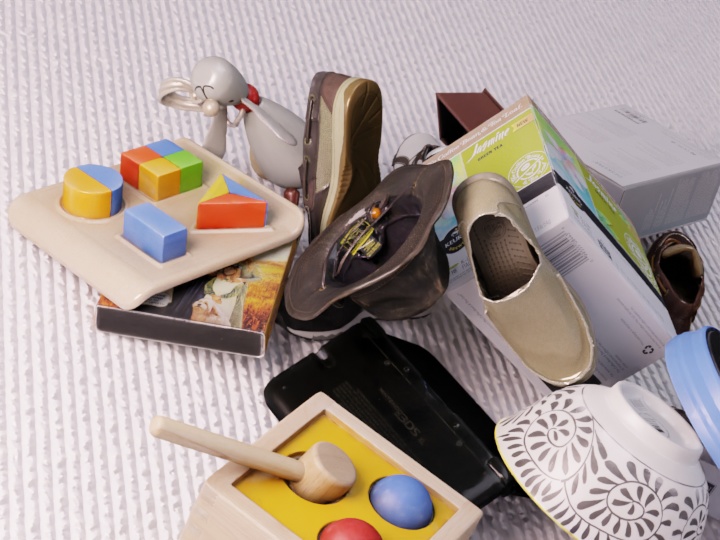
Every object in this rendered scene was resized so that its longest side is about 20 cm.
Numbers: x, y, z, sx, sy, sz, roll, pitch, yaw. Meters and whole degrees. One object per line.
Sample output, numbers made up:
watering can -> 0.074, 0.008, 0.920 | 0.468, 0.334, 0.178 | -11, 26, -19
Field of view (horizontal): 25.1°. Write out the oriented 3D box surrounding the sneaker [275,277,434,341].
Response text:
sneaker -> 0.000, 0.000, 1.472 | 0.200, 0.088, 0.076 | -12, 49, -42

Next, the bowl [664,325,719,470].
bowl -> 0.335, 0.136, 1.395 | 0.201, 0.039, 0.201 | 45, 22, -25

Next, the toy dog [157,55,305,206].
toy dog -> -0.097, -0.117, 1.537 | 0.200, 0.132, 0.097 | 21, 65, -33

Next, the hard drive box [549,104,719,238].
hard drive box -> 0.279, -0.107, 1.782 | 0.200, 0.077, 0.156 | -13, 39, -43

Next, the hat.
hat -> 0.026, -0.005, 1.352 | 0.081, 0.200, 0.201 | 48, 29, -18

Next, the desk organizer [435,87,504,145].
desk organizer -> 0.146, -0.103, 1.711 | 0.077, 0.072, 0.200 | -6, 46, -40

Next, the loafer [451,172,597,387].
loafer -> 0.131, 0.017, 1.332 | 0.200, 0.076, 0.068 | 58, 20, -13

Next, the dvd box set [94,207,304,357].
dvd box set -> -0.135, -0.003, 1.414 | 0.146, 0.029, 0.200 | 10, 34, 4

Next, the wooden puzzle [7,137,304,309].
wooden puzzle -> -0.177, -0.056, 1.414 | 0.200, 0.046, 0.185 | -27, 46, -37

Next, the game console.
game console -> 0.044, 0.147, 1.365 | 0.176, 0.116, 0.200 | -32, 58, -18

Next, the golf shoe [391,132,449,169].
golf shoe -> 0.082, -0.098, 1.654 | 0.078, 0.095, 0.200 | 13, 34, -15

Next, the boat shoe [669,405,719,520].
boat shoe -> 0.288, 0.157, 1.458 | 0.200, 0.072, 0.068 | 28, 33, -2

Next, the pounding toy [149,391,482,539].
pounding toy -> -0.042, 0.175, 1.161 | 0.200, 0.142, 0.184 | 36, 35, 15

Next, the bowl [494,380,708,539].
bowl -> 0.218, 0.154, 1.325 | 0.201, 0.094, 0.201 | 33, 18, -12

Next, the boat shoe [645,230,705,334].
boat shoe -> 0.334, 0.004, 1.692 | 0.072, 0.072, 0.200 | 27, 33, 3

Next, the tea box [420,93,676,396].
tea box -> 0.169, -0.015, 1.489 | 0.200, 0.134, 0.197 | 45, 21, -34

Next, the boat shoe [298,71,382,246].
boat shoe -> -0.023, -0.091, 1.493 | 0.065, 0.200, 0.073 | 28, 33, 33
